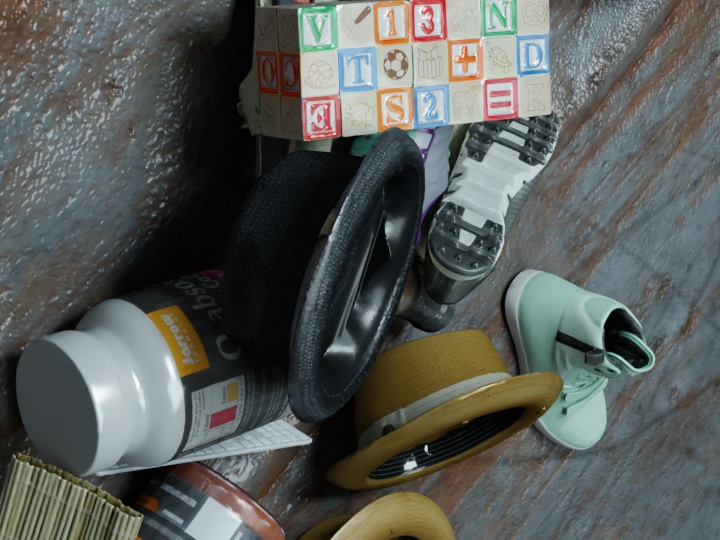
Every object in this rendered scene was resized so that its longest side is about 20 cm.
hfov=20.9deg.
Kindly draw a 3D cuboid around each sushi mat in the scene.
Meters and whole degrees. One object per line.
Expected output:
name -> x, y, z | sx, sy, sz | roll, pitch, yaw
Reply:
sushi mat -> -0.212, 0.223, 1.283 | 0.012, 0.096, 0.200 | -37, 149, -66

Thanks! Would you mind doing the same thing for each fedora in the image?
fedora -> -0.012, 0.258, 1.532 | 0.200, 0.082, 0.201 | -19, 118, -39
fedora -> 0.054, 0.099, 1.492 | 0.200, 0.201, 0.082 | -4, 66, -45
fedora -> -0.032, -0.006, 1.273 | 0.201, 0.091, 0.201 | 18, 90, -72

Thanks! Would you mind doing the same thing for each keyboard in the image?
keyboard -> -0.124, 0.121, 1.385 | 0.200, 0.056, 0.011 | -4, 109, -45

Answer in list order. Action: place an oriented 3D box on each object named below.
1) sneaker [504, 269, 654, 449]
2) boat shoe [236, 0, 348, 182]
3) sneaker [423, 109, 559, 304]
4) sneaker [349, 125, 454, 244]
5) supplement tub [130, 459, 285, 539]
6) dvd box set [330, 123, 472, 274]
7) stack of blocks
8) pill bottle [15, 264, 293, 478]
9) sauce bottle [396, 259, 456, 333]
sneaker -> 0.199, 0.094, 1.661 | 0.074, 0.118, 0.201 | -46, 134, -26
boat shoe -> -0.053, -0.126, 1.351 | 0.071, 0.062, 0.201 | -15, 114, -72
sneaker -> 0.092, -0.052, 1.492 | 0.200, 0.066, 0.091 | -62, 177, -36
sneaker -> 0.041, -0.106, 1.421 | 0.088, 0.074, 0.200 | 34, 78, -59
supplement tub -> -0.148, 0.237, 1.368 | 0.200, 0.107, 0.107 | -55, 135, -17
dvd box set -> 0.045, -0.102, 1.492 | 0.200, 0.029, 0.147 | 43, 72, -44
stack of blocks -> 0.031, -0.155, 1.314 | 0.200, 0.059, 0.115 | -9, 102, -30
pill bottle -> -0.125, 0.066, 1.321 | 0.200, 0.116, 0.117 | -18, 117, -41
sauce bottle -> 0.000, 0.000, 1.461 | 0.200, 0.065, 0.065 | 30, 82, -47
